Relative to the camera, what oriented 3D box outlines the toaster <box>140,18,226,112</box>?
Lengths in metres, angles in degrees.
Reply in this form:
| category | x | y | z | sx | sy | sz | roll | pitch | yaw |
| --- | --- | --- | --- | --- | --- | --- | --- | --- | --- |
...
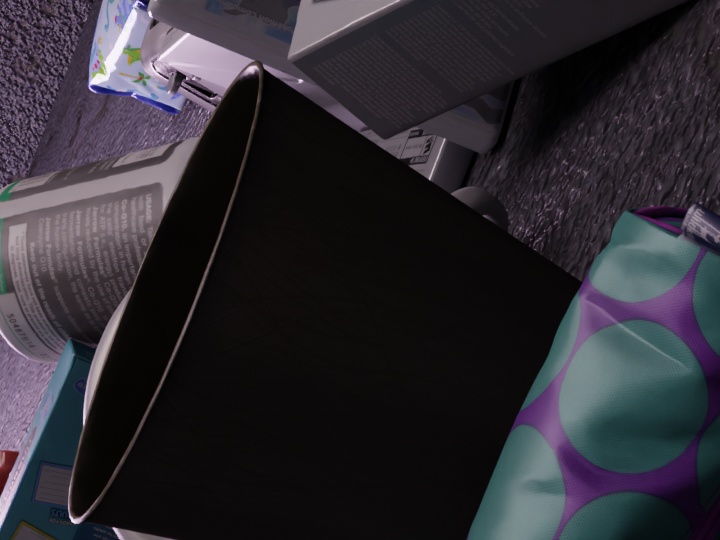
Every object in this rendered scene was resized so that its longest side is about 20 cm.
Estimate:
| category | x | y | z | sx | sy | sz | roll | pitch | yaw |
| --- | --- | --- | --- | --- | --- | --- | --- | --- | --- |
| toaster | -0.076 | -0.221 | 1.689 | 0.201 | 0.118 | 0.181 | -69 | 16 | -9 |

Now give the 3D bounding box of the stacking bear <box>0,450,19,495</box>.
| category | x | y | z | sx | sy | sz | roll | pitch | yaw |
| --- | --- | --- | --- | --- | --- | --- | --- | --- | --- |
| stacking bear | -0.262 | 0.254 | 1.662 | 0.121 | 0.113 | 0.201 | -30 | 50 | 53 |

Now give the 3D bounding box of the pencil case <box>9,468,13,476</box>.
| category | x | y | z | sx | sy | sz | roll | pitch | yaw |
| --- | --- | --- | --- | --- | --- | --- | --- | --- | --- |
| pencil case | -0.181 | 0.214 | 1.389 | 0.087 | 0.087 | 0.202 | 138 | 133 | -57 |

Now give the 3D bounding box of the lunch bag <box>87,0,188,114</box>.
| category | x | y | z | sx | sy | sz | roll | pitch | yaw |
| --- | --- | --- | --- | --- | --- | --- | --- | --- | --- |
| lunch bag | -0.182 | -0.282 | 2.128 | 0.170 | 0.127 | 0.201 | 133 | 146 | -53 |

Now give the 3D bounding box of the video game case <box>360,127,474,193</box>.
| category | x | y | z | sx | sy | sz | roll | pitch | yaw |
| --- | --- | --- | --- | --- | --- | --- | --- | --- | --- |
| video game case | 0.000 | 0.000 | 1.285 | 0.183 | 0.024 | 0.200 | -69 | 16 | -6 |

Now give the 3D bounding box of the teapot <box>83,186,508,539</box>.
| category | x | y | z | sx | sy | sz | roll | pitch | yaw |
| --- | --- | --- | --- | --- | --- | --- | --- | --- | --- |
| teapot | -0.024 | 0.069 | 1.036 | 0.146 | 0.198 | 0.199 | 23 | -120 | -69 |

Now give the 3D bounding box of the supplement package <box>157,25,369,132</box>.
| category | x | y | z | sx | sy | sz | roll | pitch | yaw |
| --- | --- | --- | --- | --- | --- | --- | --- | --- | --- |
| supplement package | -0.013 | -0.166 | 1.313 | 0.200 | 0.155 | 0.112 | 163 | 126 | -71 |

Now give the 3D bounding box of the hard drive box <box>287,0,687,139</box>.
| category | x | y | z | sx | sy | sz | roll | pitch | yaw |
| --- | --- | --- | --- | --- | --- | --- | --- | --- | --- |
| hard drive box | 0.071 | -0.174 | 1.065 | 0.199 | 0.077 | 0.157 | -23 | 43 | 39 |

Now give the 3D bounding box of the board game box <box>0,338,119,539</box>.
| category | x | y | z | sx | sy | sz | roll | pitch | yaw |
| --- | --- | --- | --- | --- | --- | --- | --- | --- | --- |
| board game box | -0.141 | 0.162 | 1.288 | 0.201 | 0.150 | 0.047 | -66 | 15 | 5 |

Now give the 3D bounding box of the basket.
| category | x | y | z | sx | sy | sz | roll | pitch | yaw |
| --- | --- | --- | --- | --- | --- | --- | --- | --- | --- |
| basket | 0.015 | 0.045 | 0.821 | 0.181 | 0.199 | 0.136 | -69 | 15 | -13 |

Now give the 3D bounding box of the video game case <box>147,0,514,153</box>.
| category | x | y | z | sx | sy | sz | roll | pitch | yaw |
| --- | --- | --- | --- | --- | --- | --- | --- | --- | --- |
| video game case | 0.004 | -0.180 | 1.187 | 0.023 | 0.199 | 0.183 | 136 | 153 | -64 |

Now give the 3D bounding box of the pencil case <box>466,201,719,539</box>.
| category | x | y | z | sx | sy | sz | roll | pitch | yaw |
| --- | --- | --- | --- | --- | --- | --- | --- | --- | --- |
| pencil case | 0.091 | 0.078 | 0.734 | 0.092 | 0.085 | 0.201 | 28 | 97 | 39 |

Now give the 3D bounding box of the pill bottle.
| category | x | y | z | sx | sy | sz | roll | pitch | yaw |
| --- | --- | --- | --- | --- | --- | --- | --- | --- | --- |
| pill bottle | -0.116 | -0.015 | 1.290 | 0.199 | 0.113 | 0.114 | -11 | 48 | 27 |
